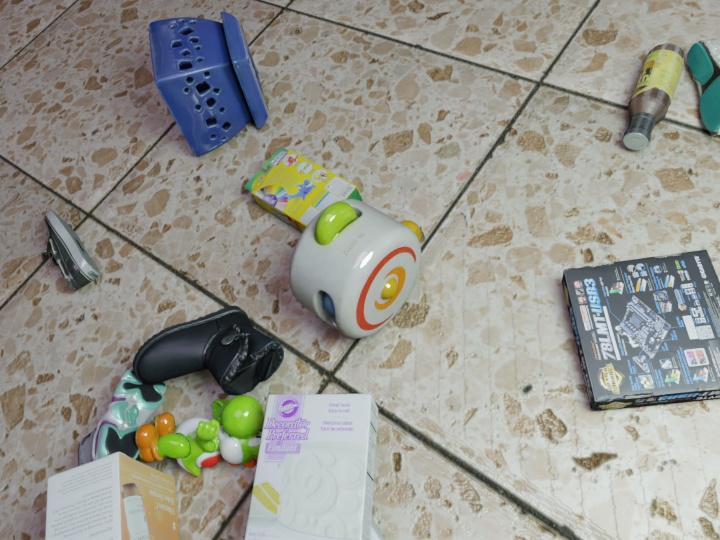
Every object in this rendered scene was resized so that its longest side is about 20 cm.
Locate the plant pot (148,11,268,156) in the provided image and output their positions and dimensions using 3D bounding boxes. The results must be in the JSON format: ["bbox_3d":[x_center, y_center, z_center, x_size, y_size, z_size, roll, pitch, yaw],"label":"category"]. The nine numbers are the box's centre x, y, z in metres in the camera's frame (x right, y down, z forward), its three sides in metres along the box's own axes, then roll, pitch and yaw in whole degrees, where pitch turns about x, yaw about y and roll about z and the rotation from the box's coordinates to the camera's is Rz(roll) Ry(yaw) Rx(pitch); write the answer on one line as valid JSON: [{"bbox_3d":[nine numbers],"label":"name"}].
[{"bbox_3d":[-0.297,-0.385,1.195,0.178,0.201,0.201,-17,56,-1],"label":"plant pot"}]

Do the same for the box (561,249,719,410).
[{"bbox_3d":[0.394,0.079,0.806,0.196,0.050,0.202,-10,58,11],"label":"box"}]

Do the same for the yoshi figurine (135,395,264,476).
[{"bbox_3d":[-0.216,0.225,0.861,0.198,0.112,0.113,-3,52,10],"label":"yoshi figurine"}]

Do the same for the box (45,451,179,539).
[{"bbox_3d":[-0.318,0.367,0.776,0.105,0.153,0.201,-20,57,3],"label":"box"}]

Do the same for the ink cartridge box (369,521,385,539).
[{"bbox_3d":[-0.035,0.351,0.755,0.115,0.068,0.200,-36,56,-8],"label":"ink cartridge box"}]

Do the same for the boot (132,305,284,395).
[{"bbox_3d":[-0.229,0.134,0.886,0.199,0.077,0.168,-26,29,-22],"label":"boot"}]

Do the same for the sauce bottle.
[{"bbox_3d":[0.485,-0.289,0.988,0.064,0.065,0.201,18,65,24],"label":"sauce bottle"}]

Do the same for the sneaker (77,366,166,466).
[{"bbox_3d":[-0.383,0.243,0.918,0.140,0.078,0.201,-40,22,26],"label":"sneaker"}]

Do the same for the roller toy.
[{"bbox_3d":[0.000,0.000,0.887,0.139,0.199,0.184,32,107,29],"label":"roller toy"}]

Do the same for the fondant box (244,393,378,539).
[{"bbox_3d":[-0.057,0.259,0.742,0.143,0.058,0.202,-3,56,13],"label":"fondant box"}]

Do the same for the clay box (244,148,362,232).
[{"bbox_3d":[-0.108,-0.140,1.079,0.199,0.048,0.115,32,73,30],"label":"clay box"}]

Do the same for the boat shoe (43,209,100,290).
[{"bbox_3d":[-0.574,-0.042,1.141,0.064,0.071,0.200,-38,59,-10],"label":"boat shoe"}]

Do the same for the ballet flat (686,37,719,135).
[{"bbox_3d":[0.592,-0.303,0.968,0.071,0.072,0.202,-3,60,14],"label":"ballet flat"}]
